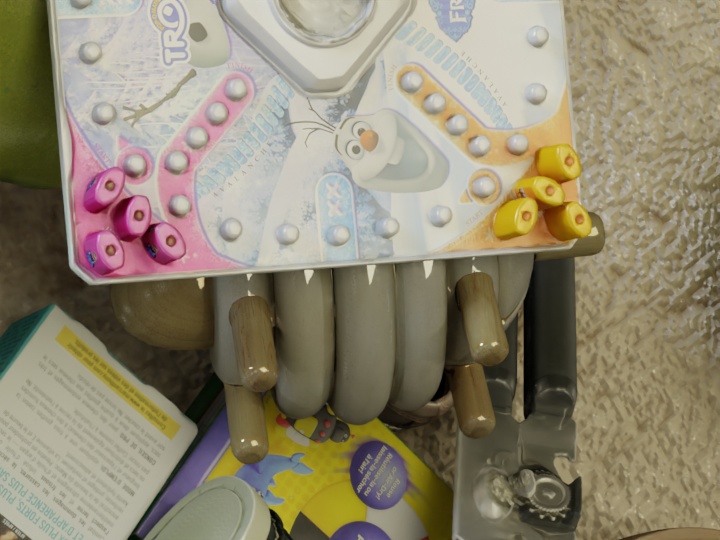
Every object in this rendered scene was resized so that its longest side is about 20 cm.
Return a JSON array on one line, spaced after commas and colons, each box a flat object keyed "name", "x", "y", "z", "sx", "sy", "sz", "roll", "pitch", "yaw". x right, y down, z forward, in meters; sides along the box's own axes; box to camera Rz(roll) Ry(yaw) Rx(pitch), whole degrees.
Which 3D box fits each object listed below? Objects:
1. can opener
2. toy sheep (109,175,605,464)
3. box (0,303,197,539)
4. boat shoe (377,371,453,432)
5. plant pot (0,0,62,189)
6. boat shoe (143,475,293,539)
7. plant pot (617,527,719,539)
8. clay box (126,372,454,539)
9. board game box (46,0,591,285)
[{"name": "can opener", "x": 0.066, "y": 0.062, "z": 0.996, "sx": 0.053, "sy": 0.067, "sz": 0.201, "roll": 9, "pitch": 44, "yaw": -4}, {"name": "toy sheep", "x": 0.000, "y": 0.000, "z": 0.892, "sx": 0.198, "sy": 0.138, "sz": 0.139, "roll": -3, "pitch": 81, "yaw": -11}, {"name": "box", "x": -0.152, "y": 0.116, "z": 0.876, "sx": 0.082, "sy": 0.049, "sz": 0.200, "roll": 42, "pitch": 61, "yaw": -16}, {"name": "boat shoe", "x": -0.010, "y": -0.026, "z": 0.988, "sx": 0.072, "sy": 0.059, "sz": 0.201, "roll": -19, "pitch": 90, "yaw": -33}, {"name": "plant pot", "x": -0.178, "y": -0.116, "z": 0.841, "sx": 0.192, "sy": 0.200, "sz": 0.202, "roll": 19, "pitch": 70, "yaw": -39}, {"name": "boat shoe", "x": -0.091, "y": 0.174, "z": 0.872, "sx": 0.200, "sy": 0.074, "sz": 0.066, "roll": -52, "pitch": 124, "yaw": -9}, {"name": "plant pot", "x": 0.126, "y": 0.219, "z": 1.000, "sx": 0.200, "sy": 0.093, "sz": 0.202, "roll": 8, "pitch": 75, "yaw": -31}, {"name": "clay box", "x": -0.004, "y": 0.134, "z": 0.965, "sx": 0.200, "sy": 0.048, "sz": 0.115, "roll": 43, "pitch": 61, "yaw": -16}, {"name": "board game box", "x": -0.013, "y": -0.102, "z": 0.815, "sx": 0.199, "sy": 0.026, "sz": 0.202, "roll": -4, "pitch": 88, "yaw": -21}]
